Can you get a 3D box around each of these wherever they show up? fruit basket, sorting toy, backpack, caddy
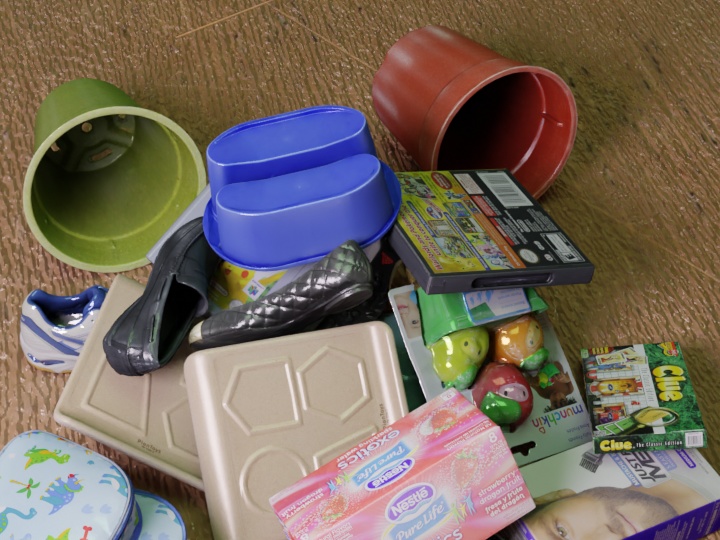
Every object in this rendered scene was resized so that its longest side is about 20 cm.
[{"bbox_3d":[0.135,0.092,1.266,0.185,0.094,0.200,-11,69,-33],"label":"fruit basket"},{"bbox_3d":[-0.053,0.154,1.209,0.200,0.036,0.185,-10,80,-11],"label":"sorting toy"},{"bbox_3d":[-0.247,0.246,1.083,0.200,0.147,0.183,19,48,12],"label":"backpack"},{"bbox_3d":[-0.060,-0.074,1.260,0.200,0.105,0.141,-13,51,-3],"label":"caddy"},{"bbox_3d":[-0.189,0.115,1.263,0.185,0.036,0.200,28,44,-14],"label":"sorting toy"}]

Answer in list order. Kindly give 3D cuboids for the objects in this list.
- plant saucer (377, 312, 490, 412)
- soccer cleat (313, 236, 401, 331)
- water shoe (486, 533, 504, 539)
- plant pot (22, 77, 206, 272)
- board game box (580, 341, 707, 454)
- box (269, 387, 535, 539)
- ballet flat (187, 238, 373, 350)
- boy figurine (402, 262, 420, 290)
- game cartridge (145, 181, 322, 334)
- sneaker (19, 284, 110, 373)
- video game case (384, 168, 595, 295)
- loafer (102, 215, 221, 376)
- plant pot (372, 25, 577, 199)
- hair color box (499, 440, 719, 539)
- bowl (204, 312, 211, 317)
[{"bbox_3d":[0.050,0.107,1.329,0.200,0.036,0.200,1,44,-1],"label":"plant saucer"},{"bbox_3d":[0.000,0.000,1.369,0.073,0.068,0.200,-9,44,56],"label":"soccer cleat"},{"bbox_3d":[0.083,0.291,1.104,0.071,0.079,0.200,23,47,19],"label":"water shoe"},{"bbox_3d":[-0.296,-0.130,1.468,0.200,0.200,0.190,-12,33,-16],"label":"plant pot"},{"bbox_3d":[0.275,0.123,1.270,0.105,0.023,0.200,-3,20,7],"label":"board game box"},{"bbox_3d":[0.036,0.204,1.124,0.200,0.095,0.103,-30,23,-10],"label":"box"},{"bbox_3d":[-0.077,0.031,1.239,0.200,0.066,0.057,-22,69,15],"label":"ballet flat"},{"bbox_3d":[0.103,0.000,1.391,0.124,0.065,0.200,7,31,15],"label":"boy figurine"},{"bbox_3d":[-0.114,-0.007,1.325,0.200,0.040,0.133,38,81,25],"label":"game cartridge"},{"bbox_3d":[-0.250,0.059,1.323,0.200,0.088,0.075,-2,42,-8],"label":"sneaker"},{"bbox_3d":[0.111,-0.044,1.302,0.181,0.026,0.200,-3,34,-23],"label":"video game case"},{"bbox_3d":[-0.174,0.024,1.249,0.070,0.068,0.201,2,44,29],"label":"loafer"},{"bbox_3d":[0.123,-0.191,1.549,0.201,0.201,0.195,-18,39,-21],"label":"plant pot"},{"bbox_3d":[0.232,0.218,1.203,0.200,0.065,0.109,-18,48,-19],"label":"hair color box"},{"bbox_3d":[-0.103,-0.019,1.425,0.200,0.075,0.200,11,43,9],"label":"bowl"}]
